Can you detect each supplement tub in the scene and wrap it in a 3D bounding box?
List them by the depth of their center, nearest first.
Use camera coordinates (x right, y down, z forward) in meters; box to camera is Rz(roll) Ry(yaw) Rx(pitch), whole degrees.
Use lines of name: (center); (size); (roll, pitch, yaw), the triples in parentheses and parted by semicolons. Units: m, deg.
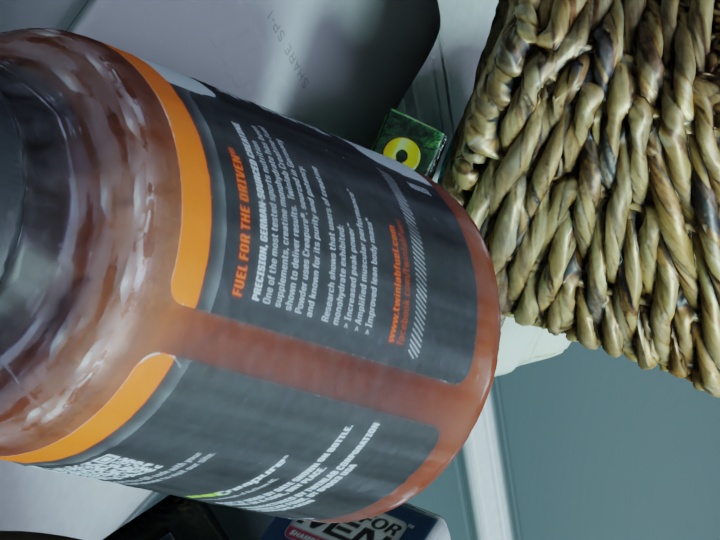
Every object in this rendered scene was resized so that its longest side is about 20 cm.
supplement tub: (-0.057, 0.001, 0.654); (0.200, 0.107, 0.108); (19, 90, -52)

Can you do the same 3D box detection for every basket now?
basket: (0.117, -0.073, 0.839); (0.200, 0.148, 0.143); (-69, 179, -51)

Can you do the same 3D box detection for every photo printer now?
photo printer: (-0.063, -0.055, 0.774); (0.201, 0.069, 0.167); (-57, 147, -22)

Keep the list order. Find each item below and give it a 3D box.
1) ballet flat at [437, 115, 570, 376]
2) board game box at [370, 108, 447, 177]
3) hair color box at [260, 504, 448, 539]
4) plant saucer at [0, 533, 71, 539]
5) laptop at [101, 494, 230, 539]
ballet flat: (0.052, -0.006, 0.915); (0.068, 0.067, 0.200); (-63, -178, 34)
board game box: (0.000, 0.000, 0.852); (0.200, 0.023, 0.105); (-48, 163, -87)
hair color box: (-0.035, 0.180, 0.885); (0.200, 0.060, 0.100); (-53, 144, -28)
plant saucer: (-0.109, 0.176, 0.734); (0.199, 0.029, 0.202); (-5, 103, -22)
laptop: (-0.076, 0.202, 0.725); (0.187, 0.201, 0.116); (-32, 173, -15)
